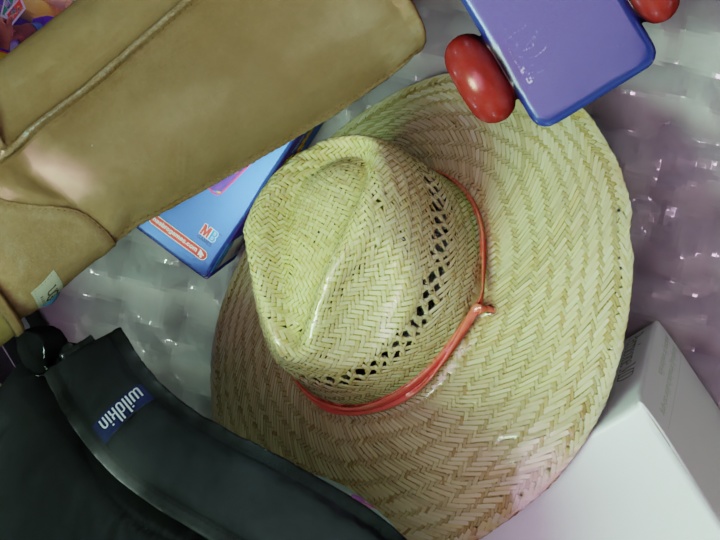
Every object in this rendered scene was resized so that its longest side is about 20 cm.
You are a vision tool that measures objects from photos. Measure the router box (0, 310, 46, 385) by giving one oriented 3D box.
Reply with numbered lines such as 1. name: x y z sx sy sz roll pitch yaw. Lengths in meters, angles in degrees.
1. router box: -0.171 0.112 1.023 0.157 0.052 0.201 -33 92 17

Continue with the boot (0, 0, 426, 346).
1. boot: -0.105 -0.089 0.884 0.200 0.066 0.175 -38 87 -12

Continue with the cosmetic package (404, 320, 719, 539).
1. cosmetic package: 0.053 0.116 0.941 0.199 0.108 0.085 -34 97 16

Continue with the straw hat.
1. straw hat: 0.000 0.000 0.893 0.200 0.085 0.202 -14 61 27

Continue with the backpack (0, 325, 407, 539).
1. backpack: -0.056 0.125 0.845 0.199 0.127 0.168 15 73 28

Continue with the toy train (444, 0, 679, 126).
1. toy train: 0.035 -0.153 0.886 0.084 0.116 0.201 -31 96 7

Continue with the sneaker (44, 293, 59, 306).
1. sneaker: -0.192 -0.037 0.965 0.199 0.072 0.073 21 107 34

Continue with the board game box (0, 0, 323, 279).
1. board game box: -0.100 -0.112 0.967 0.199 0.045 0.135 37 106 4
